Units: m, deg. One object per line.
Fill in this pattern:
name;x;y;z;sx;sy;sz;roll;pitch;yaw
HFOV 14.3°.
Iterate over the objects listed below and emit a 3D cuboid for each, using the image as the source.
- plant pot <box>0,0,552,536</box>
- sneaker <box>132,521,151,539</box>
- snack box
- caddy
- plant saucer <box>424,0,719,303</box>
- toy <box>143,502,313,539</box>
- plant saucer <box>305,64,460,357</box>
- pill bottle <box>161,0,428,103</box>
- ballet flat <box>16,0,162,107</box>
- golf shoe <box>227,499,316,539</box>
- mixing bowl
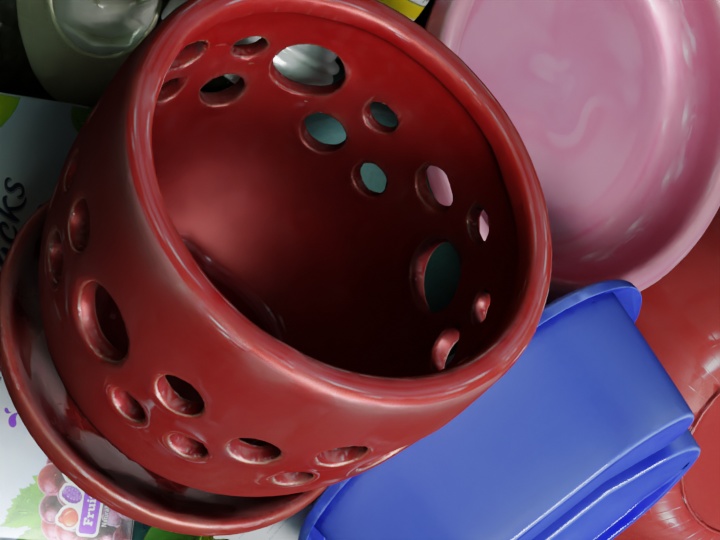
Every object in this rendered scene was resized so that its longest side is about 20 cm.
plant pot;-0.044;0.006;1.222;0.200;0.201;0.183;7;148;-27
sneaker;-0.123;0.197;1.446;0.077;0.091;0.201;-17;128;-38
snack box;-0.164;0.021;1.317;0.142;0.053;0.201;8;89;-26
caddy;0.063;0.086;1.337;0.200;0.105;0.141;-38;162;-4
plant saucer;0.098;-0.085;1.369;0.200;0.051;0.201;-5;99;-38
toy;-0.043;0.176;1.406;0.115;0.047;0.200;-47;133;-7
plant saucer;0.000;0.000;1.377;0.199;0.036;0.201;1;88;-22
pill bottle;-0.001;-0.172;1.292;0.111;0.111;0.200;31;101;-33
ballet flat;-0.114;-0.156;1.278;0.069;0.069;0.201;-6;118;-21
golf shoe;-0.043;0.101;1.454;0.088;0.077;0.201;-12;123;-44
mixing bowl;0.174;0.070;1.461;0.199;0.108;0.201;-13;119;-24
